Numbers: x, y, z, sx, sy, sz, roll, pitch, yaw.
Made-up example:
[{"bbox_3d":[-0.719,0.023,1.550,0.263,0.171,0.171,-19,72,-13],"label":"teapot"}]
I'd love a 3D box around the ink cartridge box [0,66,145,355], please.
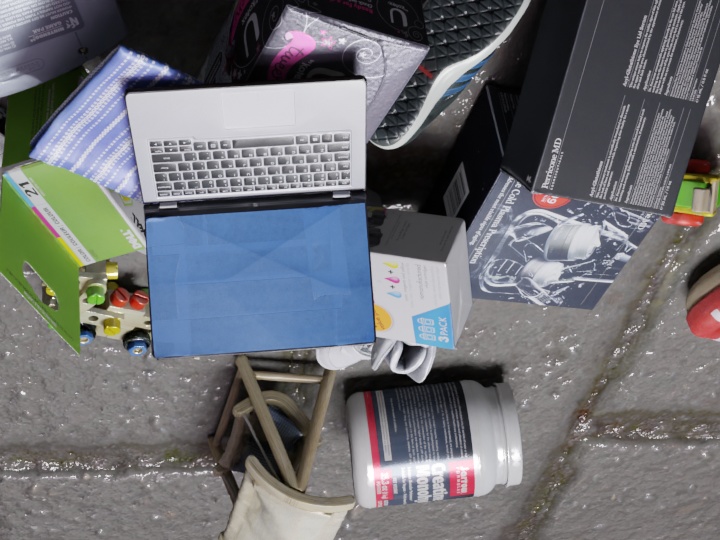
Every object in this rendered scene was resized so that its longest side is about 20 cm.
[{"bbox_3d":[-0.246,-0.050,1.177,0.076,0.200,0.148,-16,142,10],"label":"ink cartridge box"}]

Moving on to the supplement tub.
[{"bbox_3d":[0.086,0.207,1.620,0.199,0.141,0.140,-6,143,-2],"label":"supplement tub"}]

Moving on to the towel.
[{"bbox_3d":[-0.150,-0.097,1.098,0.200,0.024,0.145,24,134,-34],"label":"towel"}]

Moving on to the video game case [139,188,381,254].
[{"bbox_3d":[-0.111,-0.053,1.346,0.182,0.023,0.200,27,130,-36],"label":"video game case"}]

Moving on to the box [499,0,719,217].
[{"bbox_3d":[0.218,-0.159,1.143,0.141,0.079,0.200,8,107,-23],"label":"box"}]

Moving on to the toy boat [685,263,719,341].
[{"bbox_3d":[0.461,0.065,1.509,0.200,0.131,0.131,18,136,-30],"label":"toy boat"}]

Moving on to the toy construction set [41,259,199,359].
[{"bbox_3d":[-0.243,0.033,1.386,0.200,0.092,0.131,25,133,-21],"label":"toy construction set"}]

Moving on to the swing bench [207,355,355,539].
[{"bbox_3d":[-0.098,0.237,1.578,0.129,0.200,0.199,4,141,-15],"label":"swing bench"}]

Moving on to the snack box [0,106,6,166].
[{"bbox_3d":[-0.400,-0.142,1.164,0.116,0.037,0.200,-25,140,19],"label":"snack box"}]

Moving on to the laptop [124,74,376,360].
[{"bbox_3d":[-0.083,-0.040,1.073,0.187,0.116,0.200,-4,140,-4],"label":"laptop"}]

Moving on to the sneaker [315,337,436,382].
[{"bbox_3d":[0.016,0.078,1.461,0.075,0.115,0.200,18,136,-29],"label":"sneaker"}]

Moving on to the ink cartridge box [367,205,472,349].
[{"bbox_3d":[0.000,0.000,1.287,0.200,0.068,0.115,8,135,19],"label":"ink cartridge box"}]

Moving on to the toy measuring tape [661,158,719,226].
[{"bbox_3d":[0.310,-0.075,1.303,0.073,0.074,0.200,-23,178,19],"label":"toy measuring tape"}]

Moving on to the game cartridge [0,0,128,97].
[{"bbox_3d":[-0.295,-0.201,1.080,0.200,0.041,0.134,-19,138,-5],"label":"game cartridge"}]

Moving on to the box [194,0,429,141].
[{"bbox_3d":[-0.048,-0.171,1.125,0.132,0.115,0.200,12,138,-24],"label":"box"}]

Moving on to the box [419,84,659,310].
[{"bbox_3d":[0.178,-0.066,1.311,0.182,0.104,0.200,5,141,-18],"label":"box"}]

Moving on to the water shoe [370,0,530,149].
[{"bbox_3d":[0.074,-0.192,1.171,0.200,0.072,0.079,-45,173,20],"label":"water shoe"}]
